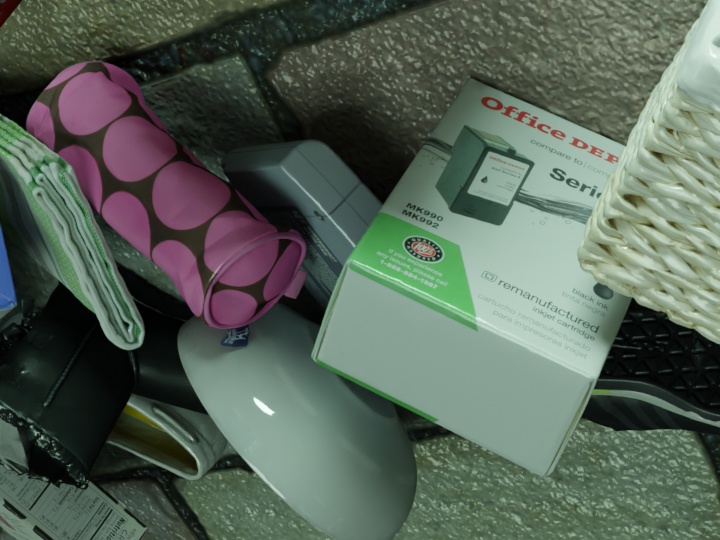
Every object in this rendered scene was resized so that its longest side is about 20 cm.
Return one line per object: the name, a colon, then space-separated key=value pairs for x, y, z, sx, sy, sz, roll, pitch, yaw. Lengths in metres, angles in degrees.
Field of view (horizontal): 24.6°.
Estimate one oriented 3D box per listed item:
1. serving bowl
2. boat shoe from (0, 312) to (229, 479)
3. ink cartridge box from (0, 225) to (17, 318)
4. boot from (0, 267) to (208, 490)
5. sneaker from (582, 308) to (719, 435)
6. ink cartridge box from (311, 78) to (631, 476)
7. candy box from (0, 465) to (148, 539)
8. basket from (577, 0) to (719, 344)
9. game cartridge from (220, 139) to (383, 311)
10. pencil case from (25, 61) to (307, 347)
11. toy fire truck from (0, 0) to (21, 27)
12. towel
serving bowl: x=-0.028 y=0.088 z=1.091 sx=0.066 sy=0.200 sz=0.200 roll=-43 pitch=103 yaw=10
boat shoe: x=-0.198 y=0.105 z=1.246 sx=0.201 sy=0.086 sz=0.075 roll=26 pitch=135 yaw=5
ink cartridge box: x=-0.289 y=0.000 z=1.156 sx=0.200 sy=0.044 sz=0.095 roll=-26 pitch=76 yaw=65
boot: x=-0.171 y=0.087 z=1.163 sx=0.197 sy=0.163 sz=0.074 roll=30 pitch=137 yaw=2
sneaker: x=0.186 y=0.066 z=1.038 sx=0.198 sy=0.072 sz=0.083 roll=12 pitch=156 yaw=20
ink cartridge box: x=0.081 y=-0.004 z=0.927 sx=0.145 sy=0.200 sz=0.084 roll=25 pitch=132 yaw=7
candy box: x=-0.271 y=0.151 z=1.255 sx=0.200 sy=0.061 sz=0.136 roll=47 pitch=158 yaw=-26
basket: x=0.237 y=-0.059 z=0.798 sx=0.197 sy=0.201 sz=0.161 roll=29 pitch=137 yaw=3
game cartridge: x=0.000 y=0.000 z=1.049 sx=0.200 sy=0.042 sz=0.133 roll=52 pitch=157 yaw=-19
pencil case: x=-0.121 y=-0.048 z=1.039 sx=0.200 sy=0.093 sz=0.091 roll=45 pitch=118 yaw=26
toy fire truck: x=-0.294 y=-0.184 z=1.044 sx=0.175 sy=0.129 sz=0.201 roll=23 pitch=146 yaw=8
towel: x=-0.220 y=-0.038 z=1.104 sx=0.200 sy=0.031 sz=0.150 roll=32 pitch=149 yaw=49
